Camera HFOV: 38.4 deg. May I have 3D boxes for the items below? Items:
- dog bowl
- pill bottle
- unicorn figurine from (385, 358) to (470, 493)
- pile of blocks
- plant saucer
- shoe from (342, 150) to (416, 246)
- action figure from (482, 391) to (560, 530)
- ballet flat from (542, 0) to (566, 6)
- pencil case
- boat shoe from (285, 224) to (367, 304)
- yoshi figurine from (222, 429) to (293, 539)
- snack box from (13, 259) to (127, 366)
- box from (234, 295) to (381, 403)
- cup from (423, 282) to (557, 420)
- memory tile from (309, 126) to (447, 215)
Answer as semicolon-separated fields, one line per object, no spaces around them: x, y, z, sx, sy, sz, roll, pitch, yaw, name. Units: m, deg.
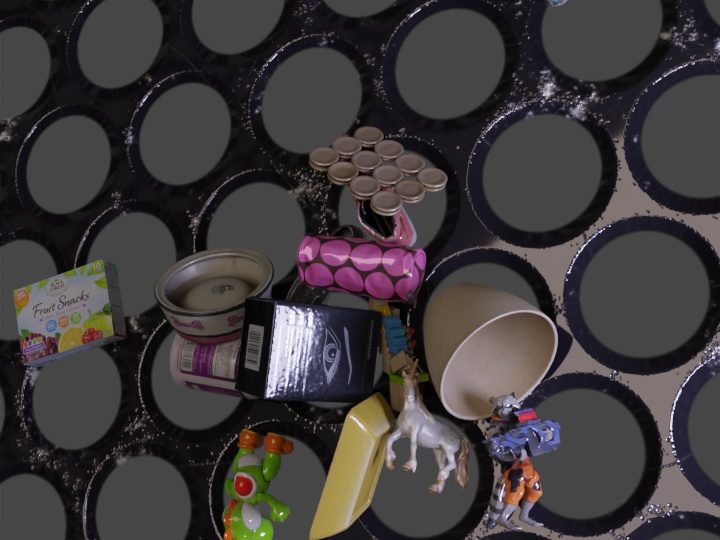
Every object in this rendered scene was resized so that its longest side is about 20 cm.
-0.235;0.044;1.708;0.198;0.200;0.074;6;124;21;dog bowl
-0.205;0.151;1.707;0.198;0.112;0.114;7;83;21;pill bottle
0.094;0.243;1.552;0.073;0.200;0.138;-7;53;40;unicorn figurine
0.071;0.127;1.628;0.082;0.062;0.202;-38;64;59;pile of blocks
-0.002;0.296;1.547;0.048;0.200;0.202;19;96;13;plant saucer
0.020;-0.122;1.682;0.071;0.091;0.201;-34;71;11;shoe
0.209;0.275;1.498;0.104;0.199;0.196;-12;75;39;action figure
0.301;-0.528;1.664;0.071;0.072;0.202;-12;76;18;ballet flat
0.000;0.000;1.622;0.198;0.091;0.094;11;128;17;pencil case
-0.067;0.004;1.710;0.068;0.057;0.201;39;95;22;boat shoe
-0.170;0.368;1.679;0.111;0.112;0.202;21;69;-17;yoshi figurine
-0.526;0.079;1.872;0.198;0.053;0.144;-18;73;17;snack box
-0.079;0.124;1.601;0.104;0.198;0.150;5;87;57;box
0.173;0.100;1.548;0.200;0.200;0.143;-45;44;8;cup
0.026;-0.162;1.667;0.153;0.017;0.200;-30;53;-32;memory tile
